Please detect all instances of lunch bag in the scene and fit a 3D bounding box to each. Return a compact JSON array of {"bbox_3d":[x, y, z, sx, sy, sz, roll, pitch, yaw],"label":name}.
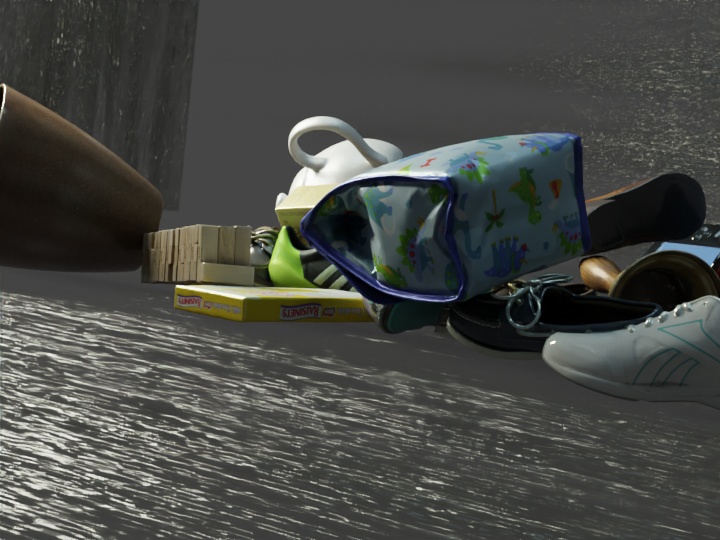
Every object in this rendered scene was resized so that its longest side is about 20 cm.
[{"bbox_3d":[0.069,-0.047,1.010,0.169,0.130,0.199,-18,17,-38],"label":"lunch bag"}]

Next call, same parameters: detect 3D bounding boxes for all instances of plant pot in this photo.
[{"bbox_3d":[-0.321,-0.073,1.269,0.198,0.190,0.186,21,-3,-26],"label":"plant pot"}]

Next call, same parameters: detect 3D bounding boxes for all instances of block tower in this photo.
[{"bbox_3d":[-0.165,-0.014,1.179,0.053,0.059,0.199,3,-1,-27],"label":"block tower"}]

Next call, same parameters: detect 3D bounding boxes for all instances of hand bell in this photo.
[{"bbox_3d":[0.232,0.017,1.048,0.102,0.106,0.200,6,10,-10],"label":"hand bell"}]

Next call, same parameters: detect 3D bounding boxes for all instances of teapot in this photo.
[{"bbox_3d":[-0.030,-0.074,1.422,0.144,0.203,0.197,11,3,3],"label":"teapot"}]

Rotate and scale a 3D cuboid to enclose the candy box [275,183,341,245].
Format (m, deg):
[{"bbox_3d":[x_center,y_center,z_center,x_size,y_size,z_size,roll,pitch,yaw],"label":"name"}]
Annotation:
[{"bbox_3d":[0.015,-0.033,1.268,0.198,0.117,0.055,-1,33,35],"label":"candy box"}]

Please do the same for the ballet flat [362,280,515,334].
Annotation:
[{"bbox_3d":[0.076,0.019,1.102,0.199,0.073,0.071,1,6,-45],"label":"ballet flat"}]

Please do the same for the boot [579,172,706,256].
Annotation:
[{"bbox_3d":[0.232,-0.048,1.221,0.187,0.069,0.199,-24,10,-28],"label":"boot"}]

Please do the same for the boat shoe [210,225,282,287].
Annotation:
[{"bbox_3d":[-0.118,-0.014,1.305,0.073,0.075,0.200,7,4,6],"label":"boat shoe"}]

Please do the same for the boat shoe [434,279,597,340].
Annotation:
[{"bbox_3d":[0.147,0.038,1.081,0.198,0.061,0.071,4,5,-38],"label":"boat shoe"}]

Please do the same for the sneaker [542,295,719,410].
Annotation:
[{"bbox_3d":[0.225,0.055,0.820,0.198,0.082,0.070,7,5,26],"label":"sneaker"}]

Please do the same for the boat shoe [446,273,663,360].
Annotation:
[{"bbox_3d":[0.151,0.039,0.934,0.198,0.063,0.075,15,35,43],"label":"boat shoe"}]

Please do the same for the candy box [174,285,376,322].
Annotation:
[{"bbox_3d":[-0.061,0.031,1.078,0.198,0.027,0.101,3,6,-45],"label":"candy box"}]

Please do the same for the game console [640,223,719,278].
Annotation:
[{"bbox_3d":[0.331,-0.023,1.181,0.171,0.120,0.200,9,41,44],"label":"game console"}]

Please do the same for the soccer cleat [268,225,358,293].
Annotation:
[{"bbox_3d":[0.000,0.000,1.218,0.197,0.082,0.067,10,4,13],"label":"soccer cleat"}]
